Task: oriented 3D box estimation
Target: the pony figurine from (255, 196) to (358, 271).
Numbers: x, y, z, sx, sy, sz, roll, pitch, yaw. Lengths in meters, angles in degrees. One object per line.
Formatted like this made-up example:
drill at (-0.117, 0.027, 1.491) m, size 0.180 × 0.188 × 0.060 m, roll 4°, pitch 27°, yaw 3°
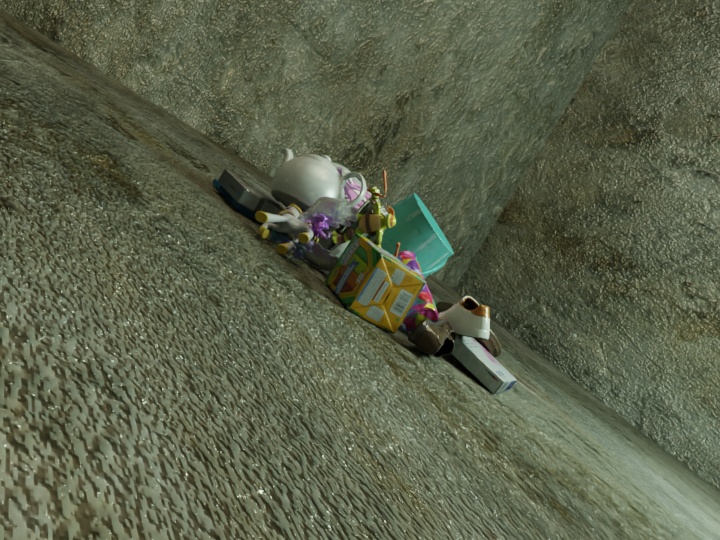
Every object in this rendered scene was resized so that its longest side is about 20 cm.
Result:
pony figurine at (-0.120, -0.088, 1.485) m, size 0.190 × 0.169 × 0.200 m, roll 26°, pitch 20°, yaw 6°

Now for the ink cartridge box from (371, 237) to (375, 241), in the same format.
ink cartridge box at (0.043, -0.067, 1.882) m, size 0.195 × 0.086 × 0.145 m, roll -9°, pitch 5°, yaw 3°

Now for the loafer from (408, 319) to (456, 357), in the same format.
loafer at (0.153, 0.147, 1.387) m, size 0.071 × 0.073 × 0.199 m, roll 46°, pitch 14°, yaw 20°

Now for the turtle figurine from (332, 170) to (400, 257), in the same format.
turtle figurine at (0.015, -0.115, 1.544) m, size 0.158 × 0.205 × 0.064 m, roll -3°, pitch 9°, yaw 21°

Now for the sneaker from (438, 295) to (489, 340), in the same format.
sneaker at (0.219, 0.099, 1.513) m, size 0.071 × 0.087 × 0.199 m, roll 12°, pitch -4°, yaw -29°

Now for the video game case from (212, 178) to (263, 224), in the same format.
video game case at (-0.282, -0.162, 1.738) m, size 0.142 × 0.018 × 0.200 m, roll 29°, pitch 8°, yaw -39°

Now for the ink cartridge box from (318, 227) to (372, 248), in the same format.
ink cartridge box at (-0.071, -0.107, 1.790) m, size 0.198 × 0.147 × 0.048 m, roll 33°, pitch -4°, yaw 7°

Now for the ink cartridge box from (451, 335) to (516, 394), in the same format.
ink cartridge box at (0.255, 0.190, 1.556) m, size 0.200 × 0.043 × 0.196 m, roll 45°, pitch 10°, yaw 19°

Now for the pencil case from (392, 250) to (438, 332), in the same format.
pencil case at (0.110, 0.049, 1.519) m, size 0.088 × 0.088 × 0.202 m, roll 29°, pitch 32°, yaw -34°

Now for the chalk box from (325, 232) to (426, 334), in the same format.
chalk box at (0.019, 0.016, 1.398) m, size 0.123 × 0.126 × 0.200 m, roll 30°, pitch 5°, yaw -27°

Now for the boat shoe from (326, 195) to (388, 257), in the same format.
boat shoe at (-0.027, -0.091, 1.621) m, size 0.064 × 0.199 × 0.071 m, roll 49°, pitch 3°, yaw 8°

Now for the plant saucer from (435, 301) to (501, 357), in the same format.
plant saucer at (0.259, 0.155, 1.713) m, size 0.198 × 0.030 × 0.201 m, roll 36°, pitch -19°, yaw 14°

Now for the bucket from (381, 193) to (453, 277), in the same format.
bucket at (0.127, -0.076, 1.693) m, size 0.209 × 0.133 × 0.208 m, roll 53°, pitch 12°, yaw -17°

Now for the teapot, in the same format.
teapot at (-0.108, -0.206, 1.647) m, size 0.198 × 0.148 × 0.197 m, roll 33°, pitch -11°, yaw -16°

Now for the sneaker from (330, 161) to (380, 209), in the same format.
sneaker at (-0.049, -0.193, 1.736) m, size 0.198 × 0.073 × 0.115 m, roll 34°, pitch 43°, yaw 5°

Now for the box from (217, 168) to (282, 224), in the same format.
box at (-0.239, -0.164, 1.695) m, size 0.198 × 0.042 × 0.156 m, roll 29°, pitch 8°, yaw -38°
